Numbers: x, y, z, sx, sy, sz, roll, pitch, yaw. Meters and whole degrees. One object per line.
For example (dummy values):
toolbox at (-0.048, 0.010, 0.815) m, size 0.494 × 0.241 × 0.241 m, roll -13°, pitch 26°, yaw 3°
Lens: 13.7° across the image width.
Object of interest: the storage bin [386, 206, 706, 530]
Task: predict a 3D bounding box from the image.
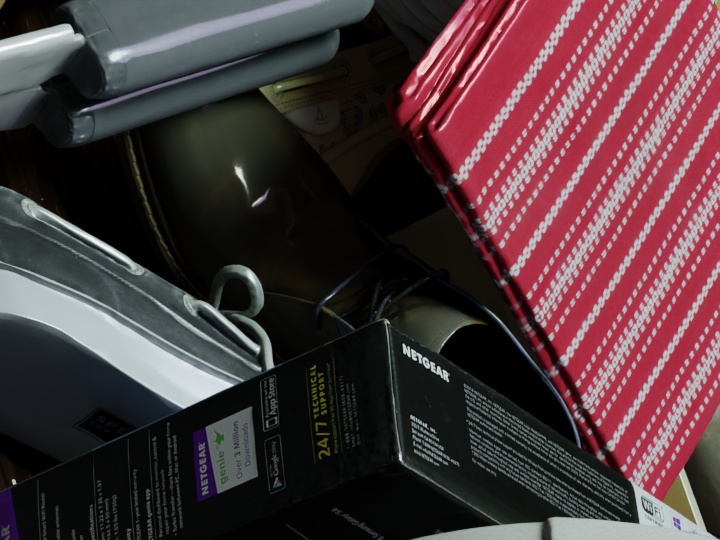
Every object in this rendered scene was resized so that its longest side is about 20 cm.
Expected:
storage bin at (0.084, 0.076, 1.129) m, size 0.198 × 0.094 × 0.201 m, roll 3°, pitch 65°, yaw -60°

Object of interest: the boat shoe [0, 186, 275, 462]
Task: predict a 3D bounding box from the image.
boat shoe at (-0.056, 0.038, 0.935) m, size 0.199 × 0.074 × 0.068 m, roll 29°, pitch 44°, yaw -29°

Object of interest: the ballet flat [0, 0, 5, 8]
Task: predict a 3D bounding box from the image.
ballet flat at (-0.127, -0.139, 0.965) m, size 0.069 × 0.063 × 0.200 m, roll 40°, pitch 36°, yaw -36°

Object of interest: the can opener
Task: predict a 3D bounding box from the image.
can opener at (-0.084, -0.071, 0.907) m, size 0.200 × 0.053 × 0.067 m, roll -16°, pitch 71°, yaw -36°

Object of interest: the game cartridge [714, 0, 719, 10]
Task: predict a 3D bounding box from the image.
game cartridge at (0.116, -0.091, 1.110) m, size 0.177 × 0.032 × 0.201 m, roll -72°, pitch 154°, yaw -53°

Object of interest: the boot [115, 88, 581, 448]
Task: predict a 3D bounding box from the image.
boot at (0.000, 0.000, 0.969) m, size 0.075 × 0.097 × 0.200 m, roll -43°, pitch 108°, yaw -30°

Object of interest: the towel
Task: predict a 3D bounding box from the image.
towel at (0.085, -0.031, 0.989) m, size 0.145 × 0.022 × 0.200 m, roll -56°, pitch 135°, yaw -28°

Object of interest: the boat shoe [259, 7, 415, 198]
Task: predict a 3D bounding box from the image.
boat shoe at (-0.013, -0.071, 1.091) m, size 0.200 × 0.073 × 0.063 m, roll -52°, pitch 129°, yaw -60°

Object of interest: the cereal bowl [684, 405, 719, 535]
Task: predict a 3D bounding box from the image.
cereal bowl at (0.176, 0.021, 1.234) m, size 0.083 × 0.200 × 0.201 m, roll 6°, pitch 61°, yaw -45°

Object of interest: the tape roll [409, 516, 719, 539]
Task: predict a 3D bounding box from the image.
tape roll at (0.047, 0.137, 0.892) m, size 0.203 × 0.202 × 0.037 m, roll 36°, pitch 39°, yaw -43°

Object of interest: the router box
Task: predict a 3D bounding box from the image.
router box at (0.007, 0.097, 0.912) m, size 0.200 × 0.149 × 0.051 m, roll 35°, pitch 40°, yaw -45°

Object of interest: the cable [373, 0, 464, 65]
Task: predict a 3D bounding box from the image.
cable at (0.024, -0.178, 1.050) m, size 0.200 × 0.069 × 0.201 m, roll 40°, pitch 41°, yaw -58°
